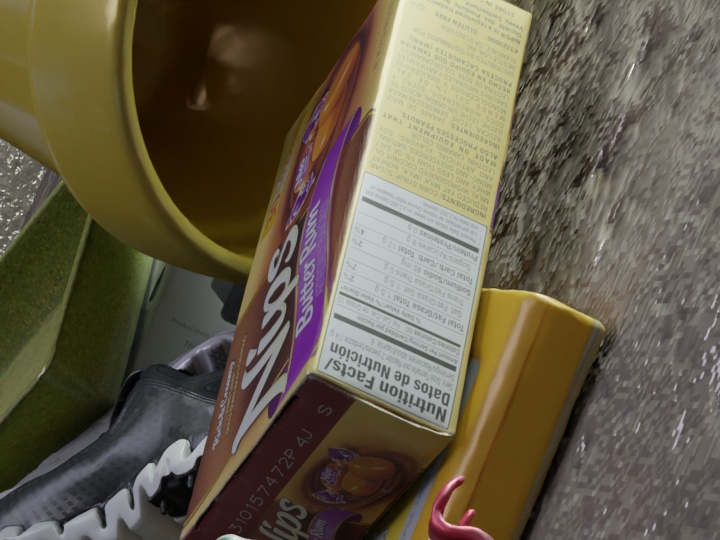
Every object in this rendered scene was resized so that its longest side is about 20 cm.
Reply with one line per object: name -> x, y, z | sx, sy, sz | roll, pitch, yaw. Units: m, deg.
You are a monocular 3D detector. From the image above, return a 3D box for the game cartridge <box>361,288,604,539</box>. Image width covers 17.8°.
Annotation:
game cartridge -> 0.006, 0.100, 0.791 | 0.200, 0.032, 0.176 | -65, 13, -5

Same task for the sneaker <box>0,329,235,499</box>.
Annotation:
sneaker -> -0.098, 0.098, 0.986 | 0.200, 0.075, 0.082 | -37, 3, 13

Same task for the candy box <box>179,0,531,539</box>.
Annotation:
candy box -> 0.000, 0.000, 0.811 | 0.117, 0.056, 0.200 | -52, 18, 47

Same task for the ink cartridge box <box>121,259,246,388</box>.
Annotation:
ink cartridge box -> -0.059, -0.008, 1.132 | 0.200, 0.083, 0.145 | -67, 13, -7

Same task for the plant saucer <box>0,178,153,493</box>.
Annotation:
plant saucer -> -0.161, 0.051, 1.090 | 0.200, 0.048, 0.200 | -46, 22, 33

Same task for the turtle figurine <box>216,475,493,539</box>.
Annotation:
turtle figurine -> -0.014, 0.133, 0.652 | 0.200, 0.150, 0.101 | -14, 11, 36

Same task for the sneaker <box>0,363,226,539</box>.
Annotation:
sneaker -> -0.088, 0.086, 0.909 | 0.200, 0.066, 0.091 | -26, 34, 36

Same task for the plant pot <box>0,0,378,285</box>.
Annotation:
plant pot -> -0.078, -0.105, 0.982 | 0.189, 0.201, 0.201 | 15, 80, 47
